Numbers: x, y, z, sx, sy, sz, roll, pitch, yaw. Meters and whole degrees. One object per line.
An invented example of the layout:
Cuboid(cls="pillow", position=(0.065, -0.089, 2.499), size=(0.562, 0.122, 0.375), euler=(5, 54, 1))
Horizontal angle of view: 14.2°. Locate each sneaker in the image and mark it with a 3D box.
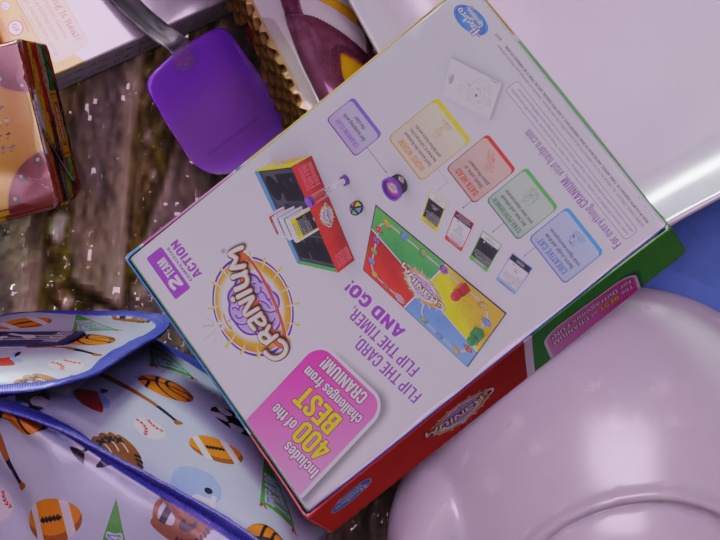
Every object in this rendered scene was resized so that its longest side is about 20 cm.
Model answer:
Cuboid(cls="sneaker", position=(-0.008, -0.120, 1.371), size=(0.090, 0.075, 0.201), euler=(-23, 73, -10))

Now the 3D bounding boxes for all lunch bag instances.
Cuboid(cls="lunch bag", position=(-0.116, 0.093, 1.300), size=(0.199, 0.170, 0.124), euler=(31, 105, 5))

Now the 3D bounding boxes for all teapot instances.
Cuboid(cls="teapot", position=(0.120, 0.116, 1.304), size=(0.199, 0.197, 0.146), euler=(-34, 37, 18))

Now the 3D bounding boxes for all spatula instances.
Cuboid(cls="spatula", position=(-0.113, -0.132, 1.397), size=(0.056, 0.021, 0.200), euler=(-38, 85, -24))

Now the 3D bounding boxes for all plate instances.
Cuboid(cls="plate", position=(0.111, -0.111, 1.315), size=(0.199, 0.032, 0.200), euler=(-29, 77, 7))

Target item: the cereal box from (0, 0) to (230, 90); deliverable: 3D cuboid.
Cuboid(cls="cereal box", position=(-0.108, -0.188, 1.440), size=(0.199, 0.040, 0.145), euler=(-26, 83, -10))

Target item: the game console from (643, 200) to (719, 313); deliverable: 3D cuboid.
Cuboid(cls="game console", position=(0.183, -0.047, 1.344), size=(0.199, 0.031, 0.178), euler=(26, 112, 14))

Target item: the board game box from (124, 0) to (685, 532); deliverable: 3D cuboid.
Cuboid(cls="board game box", position=(0.018, -0.007, 1.269), size=(0.200, 0.040, 0.153), euler=(-38, 67, 4))

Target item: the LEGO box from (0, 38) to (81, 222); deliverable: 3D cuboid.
Cuboid(cls="LEGO box", position=(-0.235, -0.045, 1.322), size=(0.199, 0.149, 0.078), euler=(-14, 94, -2))
